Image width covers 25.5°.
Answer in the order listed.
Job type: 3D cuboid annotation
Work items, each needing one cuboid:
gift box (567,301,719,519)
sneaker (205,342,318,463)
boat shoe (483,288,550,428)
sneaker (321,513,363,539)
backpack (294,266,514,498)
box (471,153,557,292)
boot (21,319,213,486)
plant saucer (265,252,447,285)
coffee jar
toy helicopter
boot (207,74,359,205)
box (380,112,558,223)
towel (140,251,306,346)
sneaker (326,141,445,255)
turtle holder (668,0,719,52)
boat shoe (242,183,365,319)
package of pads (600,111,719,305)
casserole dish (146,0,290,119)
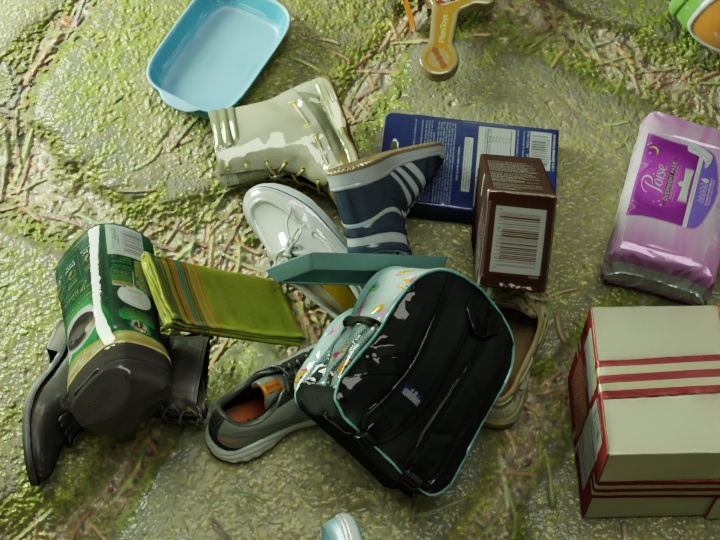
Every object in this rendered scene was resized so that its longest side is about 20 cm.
[{"bbox_3d":[0.312,0.139,1.543,0.185,0.200,0.186,0,65,-4],"label":"gift box"},{"bbox_3d":[-0.067,0.121,1.605,0.199,0.080,0.074,-31,64,-20],"label":"sneaker"},{"bbox_3d":[0.160,0.064,1.653,0.072,0.063,0.202,9,60,3],"label":"boat shoe"},{"bbox_3d":[-0.052,0.326,1.488,0.129,0.080,0.202,-3,60,-5],"label":"sneaker"},{"bbox_3d":[0.046,0.097,1.553,0.176,0.153,0.201,43,75,-22],"label":"backpack"},{"bbox_3d":[0.154,-0.053,1.626,0.074,0.200,0.101,6,104,2],"label":"box"},{"bbox_3d":[-0.239,0.133,1.598,0.172,0.069,0.202,9,58,4],"label":"boot"},{"bbox_3d":[0.000,0.000,1.596,0.199,0.070,0.019,3,73,-45],"label":"plant saucer"},{"bbox_3d":[-0.241,0.058,1.553,0.085,0.104,0.201,22,38,-35],"label":"coffee jar"},{"bbox_3d":[0.091,-0.311,1.860,0.131,0.079,0.202,7,64,3],"label":"toy helicopter"},{"bbox_3d":[-0.078,-0.107,1.740,0.153,0.072,0.202,-16,68,-6],"label":"boot"},{"bbox_3d":[0.119,-0.111,1.769,0.198,0.033,0.122,7,60,0],"label":"box"},{"bbox_3d":[-0.136,0.030,1.612,0.018,0.199,0.087,-38,60,28],"label":"towel"},{"bbox_3d":[0.036,-0.070,1.673,0.070,0.199,0.110,-10,97,33],"label":"sneaker"},{"bbox_3d":[0.445,-0.327,1.861,0.132,0.141,0.185,47,28,6],"label":"turtle holder"},{"bbox_3d":[-0.060,-0.010,1.661,0.202,0.075,0.086,47,27,10],"label":"boat shoe"},{"bbox_3d":[0.341,-0.066,1.727,0.119,0.076,0.201,17,61,6],"label":"package of pads"},{"bbox_3d":[-0.162,-0.250,1.837,0.120,0.039,0.201,25,63,12],"label":"casserole dish"}]
